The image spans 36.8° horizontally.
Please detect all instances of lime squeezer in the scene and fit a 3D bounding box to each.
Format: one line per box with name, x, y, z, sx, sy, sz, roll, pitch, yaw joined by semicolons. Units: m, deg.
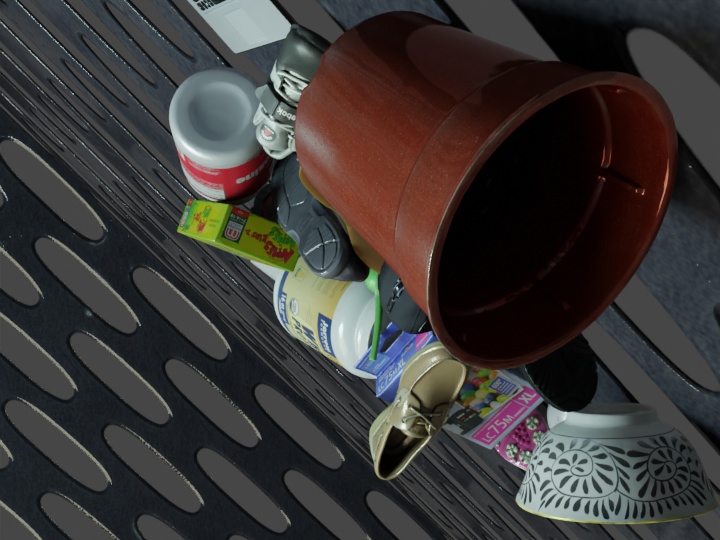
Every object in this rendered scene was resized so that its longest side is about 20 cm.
lime squeezer;0.000;0.000;1.233;0.038;0.071;0.200;102;144;-70

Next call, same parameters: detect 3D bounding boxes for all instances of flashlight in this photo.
flashlight;-0.059;-0.058;1.351;0.200;0.068;0.068;29;166;48

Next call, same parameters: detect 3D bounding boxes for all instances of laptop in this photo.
laptop;-0.187;-0.250;1.002;0.200;0.116;0.187;47;166;-21

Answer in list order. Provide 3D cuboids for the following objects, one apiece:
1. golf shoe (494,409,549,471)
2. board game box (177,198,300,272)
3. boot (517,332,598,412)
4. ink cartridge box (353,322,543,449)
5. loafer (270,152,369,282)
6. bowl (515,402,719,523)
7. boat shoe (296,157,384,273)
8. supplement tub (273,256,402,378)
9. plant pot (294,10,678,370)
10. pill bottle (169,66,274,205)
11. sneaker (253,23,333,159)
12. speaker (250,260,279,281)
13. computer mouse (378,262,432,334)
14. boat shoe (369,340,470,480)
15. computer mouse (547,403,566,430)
golf shoe;0.198;0.197;1.409;0.091;0.075;0.200;38;-173;-43
board game box;-0.149;-0.045;1.316;0.101;0.048;0.200;22;177;-22
boot;0.145;0.060;1.126;0.198;0.073;0.162;51;163;-6
ink cartridge box;0.105;0.126;1.246;0.200;0.119;0.042;28;-146;-17
loafer;-0.047;-0.058;1.222;0.063;0.072;0.200;25;-152;-41
bowl;0.255;0.185;1.086;0.201;0.200;0.094;-179;86;-70
boat shoe;0.004;-0.074;1.140;0.200;0.070;0.070;53;-159;-36
supplement tub;-0.002;0.049;1.356;0.200;0.144;0.144;27;160;49
plant pot;0.066;-0.071;0.717;0.195;0.201;0.201;41;169;42
pill bottle;-0.156;-0.145;1.252;0.112;0.112;0.200;40;167;7
sneaker;-0.057;-0.152;0.992;0.074;0.089;0.200;34;166;4
speaker;-0.066;0.009;1.549;0.200;0.081;0.081;35;165;27
computer mouse;0.028;0.000;1.097;0.141;0.046;0.200;51;170;13
boat shoe;0.069;0.159;1.206;0.071;0.065;0.200;17;129;-12
computer mouse;0.266;0.210;1.312;0.110;0.044;0.200;30;163;44
